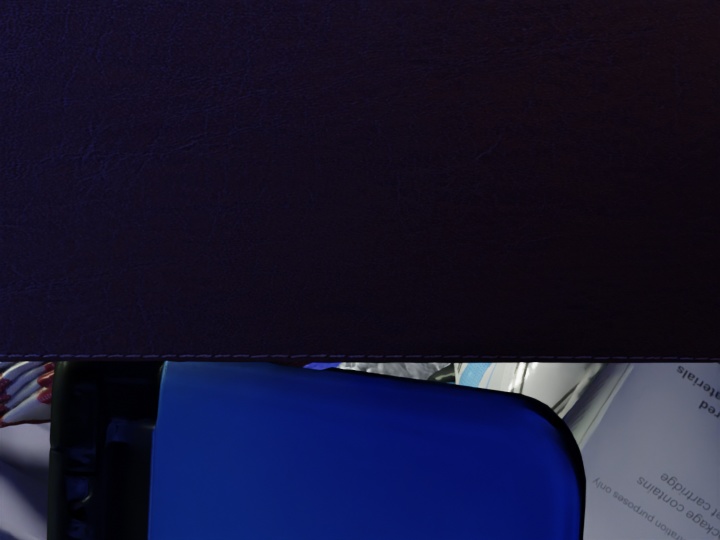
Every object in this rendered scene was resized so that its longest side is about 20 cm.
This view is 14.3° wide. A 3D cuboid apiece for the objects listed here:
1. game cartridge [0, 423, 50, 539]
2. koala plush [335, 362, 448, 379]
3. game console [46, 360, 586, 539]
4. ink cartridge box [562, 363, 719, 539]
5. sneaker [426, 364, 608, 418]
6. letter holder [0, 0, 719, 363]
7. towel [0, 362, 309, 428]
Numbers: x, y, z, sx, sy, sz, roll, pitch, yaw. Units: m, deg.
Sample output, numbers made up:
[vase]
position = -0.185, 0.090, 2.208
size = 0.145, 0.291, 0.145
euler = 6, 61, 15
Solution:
[game cartridge]
position = -0.084, 0.072, 0.881
size = 0.038, 0.129, 0.200
euler = -51, 33, 18
[koala plush]
position = 0.020, 0.126, 1.073
size = 0.184, 0.177, 0.200
euler = -41, -10, -33
[game console]
position = -0.018, 0.113, 0.686
size = 0.171, 0.118, 0.201
euler = -109, 22, -82
[ink cartridge box]
position = 0.047, 0.134, 0.810
size = 0.200, 0.084, 0.145
euler = -55, -1, -25
[sneaker]
position = 0.068, 0.027, 0.982
size = 0.200, 0.072, 0.072
euler = -55, -27, -31
[letter holder]
position = 0.007, -0.059, 0.589
size = 0.142, 0.199, 0.101
euler = 104, 164, -56
[towel]
position = 0.000, 0.000, 0.850
size = 0.199, 0.023, 0.144
euler = -24, -11, 25
